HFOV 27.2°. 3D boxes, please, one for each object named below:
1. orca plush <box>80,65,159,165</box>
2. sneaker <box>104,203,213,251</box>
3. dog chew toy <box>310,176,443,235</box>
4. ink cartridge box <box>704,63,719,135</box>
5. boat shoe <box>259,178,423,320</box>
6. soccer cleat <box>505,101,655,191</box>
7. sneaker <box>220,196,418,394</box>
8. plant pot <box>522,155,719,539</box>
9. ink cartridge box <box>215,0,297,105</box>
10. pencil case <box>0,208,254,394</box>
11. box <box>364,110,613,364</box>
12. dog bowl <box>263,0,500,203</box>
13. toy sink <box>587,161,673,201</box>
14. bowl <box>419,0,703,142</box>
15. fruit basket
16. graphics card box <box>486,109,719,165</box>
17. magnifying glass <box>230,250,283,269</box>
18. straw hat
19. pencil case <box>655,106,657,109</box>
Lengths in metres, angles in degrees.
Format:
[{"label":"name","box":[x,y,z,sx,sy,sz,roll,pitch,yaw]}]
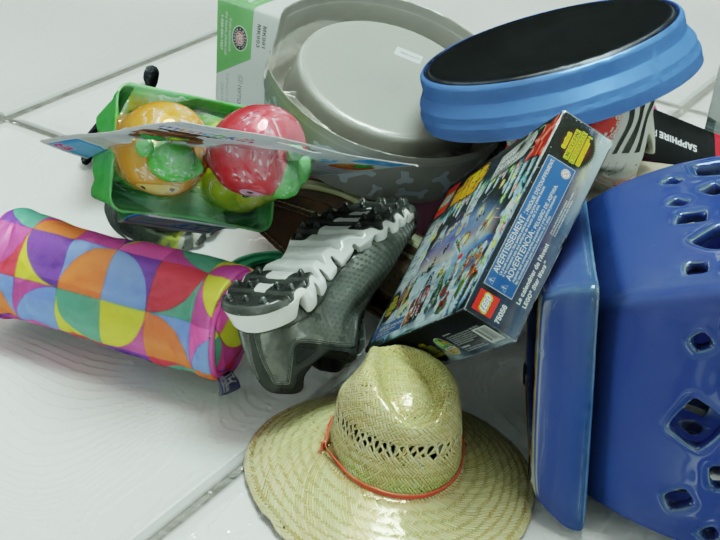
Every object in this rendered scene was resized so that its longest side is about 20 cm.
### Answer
[{"label":"orca plush","box":[-0.185,-0.120,1.292,0.071,0.106,0.200,37,-10,-8]},{"label":"sneaker","box":[-0.151,-0.066,1.224,0.084,0.075,0.200,14,19,29]},{"label":"dog chew toy","box":[0.020,-0.061,1.186,0.199,0.125,0.125,22,31,15]},{"label":"ink cartridge box","box":[0.364,-0.111,1.252,0.082,0.201,0.147,-5,30,-24]},{"label":"boat shoe","box":[0.001,-0.005,1.087,0.201,0.075,0.075,22,43,20]},{"label":"soccer cleat","box":[0.164,-0.089,1.055,0.068,0.086,0.200,-3,21,33]},{"label":"sneaker","box":[-0.020,0.018,1.001,0.066,0.091,0.200,4,27,32]},{"label":"plant pot","box":[0.194,0.047,0.931,0.178,0.201,0.200,2,28,5]},{"label":"ink cartridge box","box":[-0.032,-0.161,1.331,0.199,0.146,0.087,23,33,30]},{"label":"pencil case","box":[-0.162,0.016,1.023,0.199,0.089,0.088,16,29,18]},{"label":"box","box":[0.075,-0.010,0.936,0.040,0.138,0.200,31,-17,-9]},{"label":"dog bowl","box":[0.017,-0.130,1.131,0.198,0.059,0.201,11,43,-10]},{"label":"toy sink","box":[0.238,-0.003,1.116,0.198,0.113,0.131,7,27,3]},{"label":"bowl","box":[0.135,-0.143,1.032,0.199,0.040,0.201,-15,20,5]},{"label":"fruit basket","box":[-0.092,-0.070,0.999,0.184,0.095,0.199,7,1,-38]},{"label":"graphics card box","box":[0.188,-0.094,1.207,0.199,0.125,0.051,18,65,-26]},{"label":"magnifying glass","box":[-0.007,0.011,1.141,0.198,0.023,0.080,2,31,-11]},{"label":"straw hat","box":[0.024,0.095,0.920,0.199,0.086,0.201,4,28,-2]},{"label":"pencil case","box":[0.208,-0.141,1.317,0.088,0.089,0.200,20,-2,26]}]
